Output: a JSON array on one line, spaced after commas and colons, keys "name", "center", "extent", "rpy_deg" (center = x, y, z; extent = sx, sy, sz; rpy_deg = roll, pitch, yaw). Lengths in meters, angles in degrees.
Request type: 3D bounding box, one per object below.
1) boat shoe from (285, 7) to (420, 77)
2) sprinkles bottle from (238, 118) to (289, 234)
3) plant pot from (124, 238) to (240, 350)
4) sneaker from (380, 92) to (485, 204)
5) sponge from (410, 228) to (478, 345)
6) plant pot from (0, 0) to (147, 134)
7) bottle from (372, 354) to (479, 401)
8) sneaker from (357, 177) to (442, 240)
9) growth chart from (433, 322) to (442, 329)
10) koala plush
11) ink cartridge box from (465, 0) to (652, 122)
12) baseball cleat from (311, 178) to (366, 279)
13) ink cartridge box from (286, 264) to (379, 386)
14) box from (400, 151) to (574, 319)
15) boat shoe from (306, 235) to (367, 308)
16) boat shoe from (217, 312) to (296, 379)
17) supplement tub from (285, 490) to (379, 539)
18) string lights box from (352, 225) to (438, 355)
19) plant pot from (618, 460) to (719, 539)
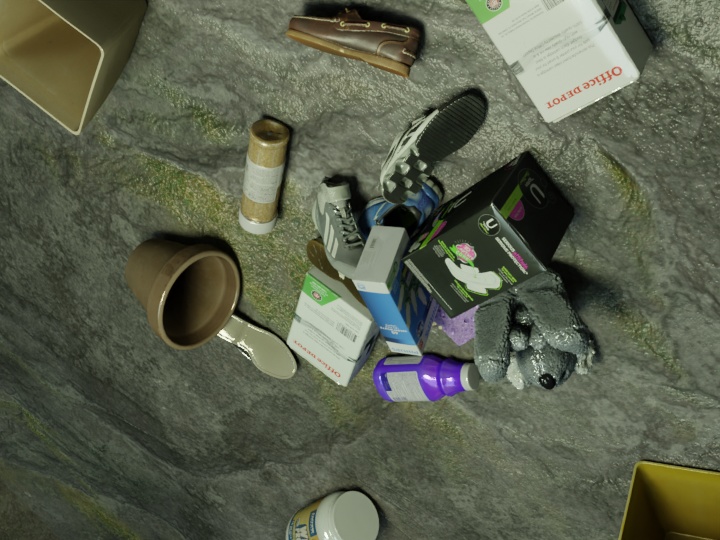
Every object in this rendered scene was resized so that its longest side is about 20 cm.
[{"name": "boat shoe", "center": [-0.009, -0.332, 1.313], "extent": [0.197, 0.070, 0.072], "rpy_deg": [19, 97, 14]}, {"name": "sprinkles bottle", "center": [-0.163, -0.154, 1.556], "extent": [0.067, 0.069, 0.202], "rpy_deg": [26, 136, 11]}, {"name": "plant pot", "center": [-0.355, 0.023, 1.767], "extent": [0.173, 0.199, 0.203], "rpy_deg": [29, 139, 32]}, {"name": "sneaker", "center": [0.094, -0.196, 1.354], "extent": [0.074, 0.089, 0.200], "rpy_deg": [31, 118, -33]}, {"name": "sponge", "center": [0.133, 0.030, 1.527], "extent": [0.200, 0.030, 0.111], "rpy_deg": [44, 136, -9]}, {"name": "plant pot", "center": [-0.452, -0.380, 1.471], "extent": [0.199, 0.178, 0.200], "rpy_deg": [37, 138, -2]}, {"name": "bottle", "center": [0.119, 0.193, 1.673], "extent": [0.197, 0.066, 0.084], "rpy_deg": [-8, 123, 37]}, {"name": "sneaker", "center": [0.042, -0.075, 1.476], "extent": [0.078, 0.089, 0.199], "rpy_deg": [44, 139, -8]}, {"name": "growth chart", "center": [0.113, 0.038, 1.579], "extent": [0.197, 0.018, 0.147], "rpy_deg": [12, 132, 25]}, {"name": "koala plush", "center": [0.279, 0.109, 1.447], "extent": [0.175, 0.186, 0.201], "rpy_deg": [-21, 132, 19]}, {"name": "ink cartridge box", "center": [0.245, -0.306, 1.148], "extent": [0.145, 0.085, 0.201], "rpy_deg": [-22, 112, 43]}, {"name": "baseball cleat", "center": [-0.031, -0.072, 1.479], "extent": [0.201, 0.069, 0.108], "rpy_deg": [54, 147, 42]}, {"name": "ink cartridge box", "center": [-0.040, 0.090, 1.665], "extent": [0.146, 0.083, 0.202], "rpy_deg": [35, 138, 13]}, {"name": "box", "center": [0.186, -0.049, 1.360], "extent": [0.125, 0.149, 0.199], "rpy_deg": [48, 137, -11]}, {"name": "boat shoe", "center": [0.000, 0.000, 1.568], "extent": [0.199, 0.065, 0.074], "rpy_deg": [39, 142, 13]}, {"name": "boat shoe", "center": [-0.211, 0.143, 1.867], "extent": [0.199, 0.073, 0.063], "rpy_deg": [35, 180, -6]}, {"name": "supplement tub", "center": [-0.062, 0.575, 2.060], "extent": [0.145, 0.145, 0.200], "rpy_deg": [43, 137, -8]}, {"name": "string lights box", "center": [0.058, 0.034, 1.443], "extent": [0.058, 0.104, 0.201], "rpy_deg": [5, 147, 27]}, {"name": "plant pot", "center": [0.549, 0.463, 1.544], "extent": [0.197, 0.202, 0.178], "rpy_deg": [3, 140, 30]}]
